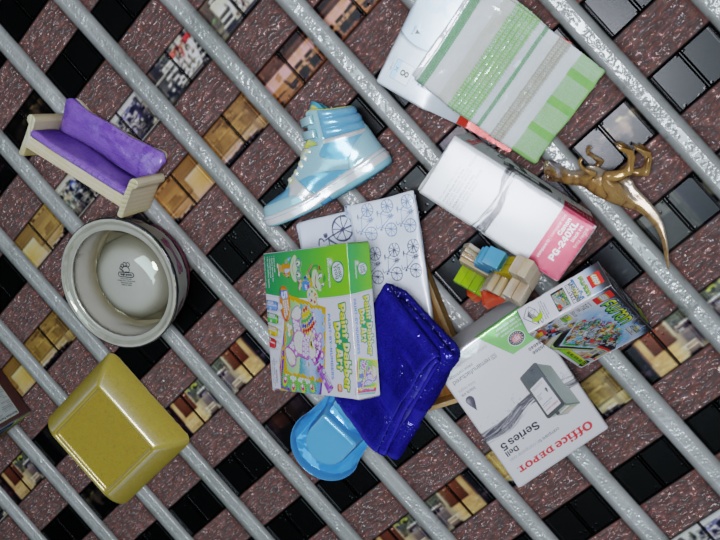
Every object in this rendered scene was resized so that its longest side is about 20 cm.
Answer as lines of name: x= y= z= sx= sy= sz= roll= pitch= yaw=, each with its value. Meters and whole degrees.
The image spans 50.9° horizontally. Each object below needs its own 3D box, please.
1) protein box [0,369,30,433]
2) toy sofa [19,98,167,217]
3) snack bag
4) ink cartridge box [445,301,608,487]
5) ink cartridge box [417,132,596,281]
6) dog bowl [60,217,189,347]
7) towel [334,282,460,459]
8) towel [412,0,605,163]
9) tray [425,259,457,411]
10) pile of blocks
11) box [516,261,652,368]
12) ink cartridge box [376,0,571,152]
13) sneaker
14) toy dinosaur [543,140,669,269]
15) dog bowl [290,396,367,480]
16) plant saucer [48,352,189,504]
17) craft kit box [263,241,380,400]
protein box: x=-0.717 y=0.232 z=1.282 sx=0.198 sy=0.135 sz=0.201 roll=-35 pitch=91 yaw=19
toy sofa: x=-0.394 y=-0.172 z=1.125 sx=0.199 sy=0.083 sz=0.098 roll=32 pitch=110 yaw=7
snack bag: x=0.000 y=0.000 z=1.051 sx=0.198 sy=0.021 sz=0.191 roll=-9 pitch=86 yaw=26
ink cartridge box: x=0.209 y=0.158 z=1.005 sx=0.145 sy=0.084 sz=0.201 roll=-36 pitch=95 yaw=6
ink cartridge box: x=0.184 y=-0.086 z=0.944 sx=0.199 sy=0.145 sz=0.084 roll=34 pitch=108 yaw=6
dog bowl: x=-0.351 y=0.011 z=1.155 sx=0.198 sy=0.074 sz=0.202 roll=5 pitch=107 yaw=16
towel: x=0.036 y=0.135 z=0.991 sx=0.148 sy=0.049 sz=0.201 roll=46 pitch=126 yaw=29
towel: x=0.184 y=-0.248 z=0.949 sx=0.199 sy=0.031 sz=0.150 roll=33 pitch=111 yaw=-12
tray: x=0.084 y=0.096 z=1.074 sx=0.098 sy=0.037 sz=0.202 roll=-21 pitch=97 yaw=19
pile of blocks: x=0.156 y=0.012 z=0.947 sx=0.082 sy=0.200 sz=0.062 roll=33 pitch=84 yaw=-5
box: x=0.280 y=0.061 z=0.931 sx=0.110 sy=0.200 sz=0.035 roll=-34 pitch=57 yaw=20
ink cartridge box: x=0.142 y=-0.267 z=0.967 sx=0.199 sy=0.047 sz=0.161 roll=32 pitch=109 yaw=9
sneaker: x=-0.069 y=-0.154 z=1.040 sx=0.199 sy=0.080 sz=0.131 roll=-29 pitch=96 yaw=10
toy dinosaur: x=0.330 y=-0.103 z=0.954 sx=0.199 sy=0.060 sz=0.107 roll=33 pitch=122 yaw=17
dog bowl: x=-0.018 y=0.221 z=1.124 sx=0.111 sy=0.050 sz=0.200 roll=42 pitch=110 yaw=4
plant saucer: x=-0.414 y=0.273 z=1.251 sx=0.200 sy=0.048 sz=0.200 roll=-43 pitch=89 yaw=20
craft kit box: x=-0.058 y=0.068 z=1.034 sx=0.197 sy=0.048 sz=0.202 roll=-6 pitch=89 yaw=47
